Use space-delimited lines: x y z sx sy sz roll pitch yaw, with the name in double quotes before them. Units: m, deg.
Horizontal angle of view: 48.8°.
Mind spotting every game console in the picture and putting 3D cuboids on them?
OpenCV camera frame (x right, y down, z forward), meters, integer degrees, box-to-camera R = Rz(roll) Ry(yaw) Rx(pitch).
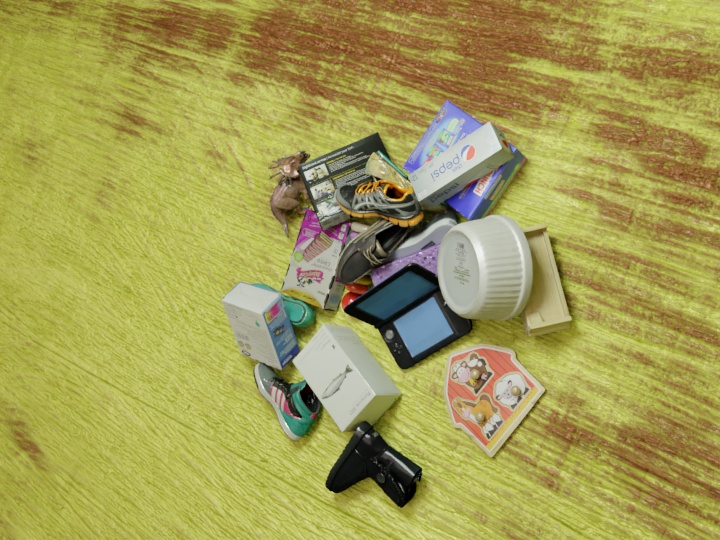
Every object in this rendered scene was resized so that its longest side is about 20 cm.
"game console" 0.096 0.098 1.607 0.199 0.118 0.172 -34 81 29

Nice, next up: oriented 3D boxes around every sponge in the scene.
"sponge" 0.124 0.019 1.657 0.198 0.030 0.113 -20 96 28

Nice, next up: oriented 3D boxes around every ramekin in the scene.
"ramekin" 0.227 -0.002 1.504 0.200 0.103 0.204 175 90 -67

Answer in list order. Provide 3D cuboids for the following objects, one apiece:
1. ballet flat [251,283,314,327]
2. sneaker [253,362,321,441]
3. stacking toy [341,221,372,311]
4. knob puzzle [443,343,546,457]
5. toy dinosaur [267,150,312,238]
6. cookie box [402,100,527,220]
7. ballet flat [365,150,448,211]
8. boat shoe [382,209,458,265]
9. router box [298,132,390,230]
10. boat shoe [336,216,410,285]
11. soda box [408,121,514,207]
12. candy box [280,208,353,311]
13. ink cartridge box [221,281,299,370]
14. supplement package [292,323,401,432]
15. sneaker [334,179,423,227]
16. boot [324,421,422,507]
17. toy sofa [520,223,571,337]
"ballet flat" -0.184 0.086 1.842 0.198 0.070 0.068 21 83 36
"sneaker" -0.156 0.268 1.787 0.121 0.083 0.201 -44 70 25
"stacking toy" 0.000 0.000 1.736 0.084 0.085 0.203 15 95 33
"knob puzzle" 0.240 0.234 1.574 0.217 0.030 0.224 -6 80 32
"toy dinosaur" -0.171 -0.185 1.836 0.085 0.135 0.203 27 98 32
"cookie box" 0.213 -0.220 1.633 0.200 0.075 0.172 43 105 30
"ballet flat" 0.093 -0.170 1.672 0.199 0.071 0.071 38 104 4
"boat shoe" 0.129 -0.061 1.676 0.199 0.068 0.057 -30 33 33
"router box" -0.021 -0.197 1.746 0.197 0.051 0.151 -22 70 -1
"boat shoe" 0.026 -0.049 1.656 0.200 0.074 0.073 -49 21 0
"soda box" 0.196 -0.204 1.556 0.199 0.068 0.064 -31 67 25
"candy box" -0.089 -0.024 1.804 0.135 0.061 0.203 19 93 33
"ink cartridge box" -0.222 0.137 1.800 0.135 0.076 0.202 15 133 35
"supplement package" -0.030 0.229 1.695 0.117 0.117 0.201 -49 62 16
"sneaker" 0.037 -0.153 1.634 0.197 0.078 0.079 12 46 22
"boot" 0.027 0.436 1.649 0.168 0.076 0.202 39 119 20
"toy sofa" 0.338 0.020 1.524 0.081 0.098 0.203 -13 74 4
